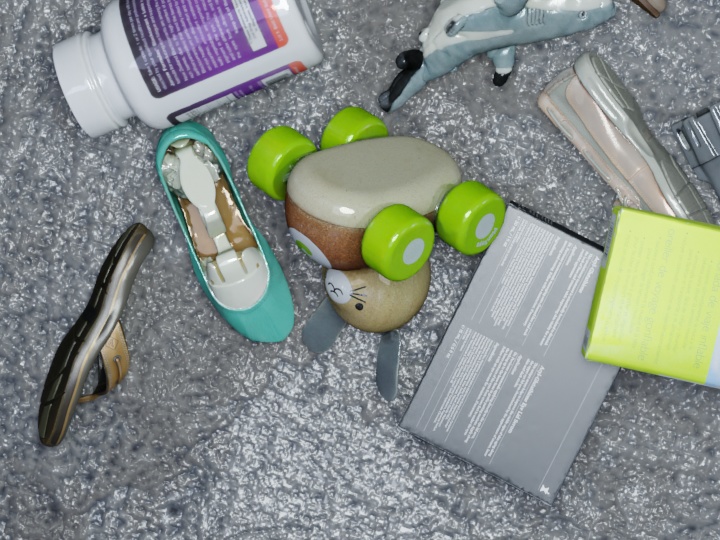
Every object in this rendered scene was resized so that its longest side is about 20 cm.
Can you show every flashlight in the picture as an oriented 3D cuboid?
[{"bbox_3d":[0.327,-0.044,1.631,0.067,0.068,0.201,-27,91,-19],"label":"flashlight"}]

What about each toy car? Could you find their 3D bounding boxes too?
[{"bbox_3d":[0.000,0.000,1.632,0.164,0.157,0.201,35,127,34],"label":"toy car"}]

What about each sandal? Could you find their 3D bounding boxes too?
[{"bbox_3d":[-0.210,0.058,1.697,0.054,0.082,0.201,26,90,-19],"label":"sandal"}]

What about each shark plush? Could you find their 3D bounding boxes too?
[{"bbox_3d":[0.099,-0.180,1.621,0.200,0.091,0.083,-37,111,10],"label":"shark plush"}]

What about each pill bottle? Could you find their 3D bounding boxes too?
[{"bbox_3d":[-0.139,-0.181,1.643,0.199,0.111,0.112,-22,92,7],"label":"pill bottle"}]

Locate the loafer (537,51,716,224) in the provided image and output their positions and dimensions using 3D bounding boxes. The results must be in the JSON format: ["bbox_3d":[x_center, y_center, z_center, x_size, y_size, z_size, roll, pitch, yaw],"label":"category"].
[{"bbox_3d":[0.217,-0.078,1.644,0.063,0.072,0.201,-35,84,24],"label":"loafer"}]

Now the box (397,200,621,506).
[{"bbox_3d":[0.137,0.065,1.651,0.140,0.079,0.201,27,96,5],"label":"box"}]

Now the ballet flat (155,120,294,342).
[{"bbox_3d":[-0.116,-0.028,1.673,0.067,0.070,0.201,-25,92,7],"label":"ballet flat"}]

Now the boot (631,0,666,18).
[{"bbox_3d":[0.208,-0.318,1.622,0.200,0.070,0.146,42,90,-5],"label":"boot"}]

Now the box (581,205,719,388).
[{"bbox_3d":[0.280,0.029,1.578,0.198,0.048,0.123,13,96,0],"label":"box"}]
